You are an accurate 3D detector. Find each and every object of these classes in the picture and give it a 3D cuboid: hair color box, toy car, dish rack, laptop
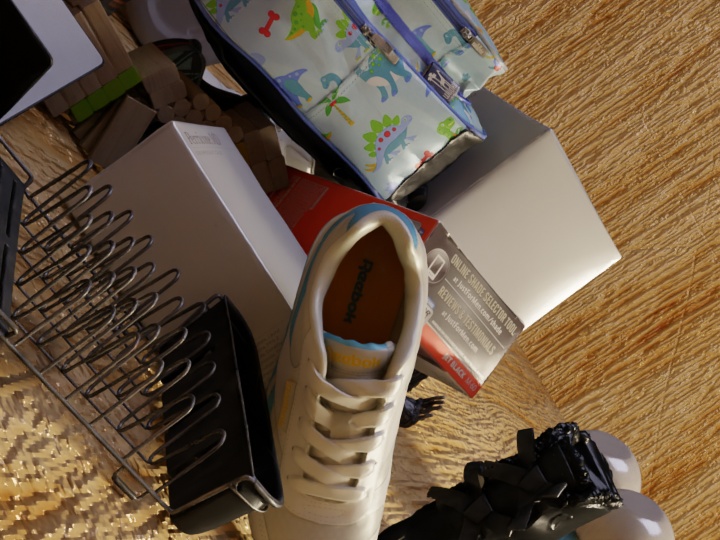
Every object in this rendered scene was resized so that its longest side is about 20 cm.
[{"bbox_3d":[0.000,0.000,0.876,0.199,0.064,0.111,22,-20,51],"label":"hair color box"},{"bbox_3d":[0.148,0.227,1.094,0.149,0.176,0.200,17,23,-16],"label":"toy car"},{"bbox_3d":[-0.115,0.015,0.605,0.200,0.054,0.154,53,8,-30],"label":"dish rack"},{"bbox_3d":[-0.189,-0.176,0.644,0.188,0.115,0.200,56,29,-10],"label":"laptop"}]

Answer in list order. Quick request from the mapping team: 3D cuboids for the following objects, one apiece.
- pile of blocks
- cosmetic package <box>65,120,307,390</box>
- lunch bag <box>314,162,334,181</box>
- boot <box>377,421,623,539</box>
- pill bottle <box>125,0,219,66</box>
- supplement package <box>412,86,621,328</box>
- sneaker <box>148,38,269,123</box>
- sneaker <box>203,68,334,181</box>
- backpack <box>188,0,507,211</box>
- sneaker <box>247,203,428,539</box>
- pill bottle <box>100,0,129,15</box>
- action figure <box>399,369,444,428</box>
[{"bbox_3d":[-0.134,-0.101,0.845,0.199,0.082,0.062,33,7,-36],"label":"pile of blocks"},{"bbox_3d":[-0.069,0.019,0.767,0.201,0.081,0.113,58,10,0],"label":"cosmetic package"},{"bbox_3d":[-0.008,-0.097,1.193,0.117,0.199,0.165,-29,88,-50],"label":"lunch bag"},{"bbox_3d":[0.090,0.165,0.863,0.074,0.162,0.198,61,10,22],"label":"boot"},{"bbox_3d":[-0.140,-0.243,1.223,0.111,0.110,0.200,56,8,-8],"label":"pill bottle"},{"bbox_3d":[0.080,-0.052,0.986,0.118,0.116,0.200,55,-1,-26],"label":"supplement package"},{"bbox_3d":[-0.091,-0.078,0.944,0.200,0.095,0.080,50,10,-38],"label":"sneaker"},{"bbox_3d":[-0.083,-0.111,1.101,0.200,0.099,0.078,52,10,-29],"label":"sneaker"},{"bbox_3d":[-0.011,-0.162,0.892,0.200,0.147,0.183,41,10,-26],"label":"backpack"},{"bbox_3d":[-0.013,0.065,0.665,0.081,0.076,0.202,148,-49,-82],"label":"sneaker"},{"bbox_3d":[-0.146,-0.233,0.837,0.107,0.199,0.106,54,8,-12],"label":"pill bottle"},{"bbox_3d":[-0.002,0.024,1.073,0.201,0.101,0.119,56,13,-23],"label":"action figure"}]
